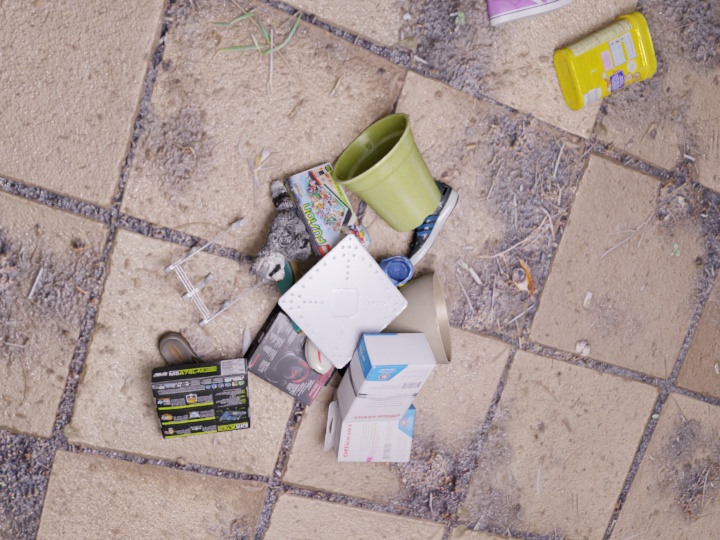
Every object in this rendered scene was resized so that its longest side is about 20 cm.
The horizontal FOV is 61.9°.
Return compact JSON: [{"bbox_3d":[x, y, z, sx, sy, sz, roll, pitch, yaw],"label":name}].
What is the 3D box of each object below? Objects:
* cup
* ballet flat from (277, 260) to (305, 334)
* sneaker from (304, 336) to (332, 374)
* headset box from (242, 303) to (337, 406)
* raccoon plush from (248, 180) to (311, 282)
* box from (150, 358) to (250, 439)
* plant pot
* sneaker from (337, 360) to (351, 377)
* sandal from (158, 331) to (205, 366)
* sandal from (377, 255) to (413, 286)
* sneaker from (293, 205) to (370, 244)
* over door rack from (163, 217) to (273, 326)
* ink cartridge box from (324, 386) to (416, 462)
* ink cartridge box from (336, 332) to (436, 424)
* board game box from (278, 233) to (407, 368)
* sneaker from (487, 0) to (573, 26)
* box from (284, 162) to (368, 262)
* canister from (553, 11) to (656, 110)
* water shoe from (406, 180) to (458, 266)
[{"bbox_3d":[0.118,0.116,1.344,0.140,0.201,0.205,-11,106,15],"label":"cup"},{"bbox_3d":[-0.136,0.047,1.290,0.062,0.204,0.068,4,148,-41],"label":"ballet flat"},{"bbox_3d":[-0.057,0.119,1.281,0.069,0.093,0.203,31,54,-19],"label":"sneaker"},{"bbox_3d":[-0.142,0.194,1.343,0.198,0.075,0.150,33,93,-17],"label":"headset box"},{"bbox_3d":[-0.191,-0.073,1.248,0.131,0.097,0.203,-19,64,-19],"label":"raccoon plush"},{"bbox_3d":[-0.336,0.277,1.287,0.194,0.048,0.196,-5,134,-12],"label":"box"},{"bbox_3d":[0.070,-0.190,1.264,0.200,0.200,0.185,-43,118,-1],"label":"plant pot"},{"bbox_3d":[0.027,0.224,1.390,0.197,0.070,0.100,18,126,-38],"label":"sneaker"},{"bbox_3d":[-0.363,0.219,1.305,0.081,0.055,0.202,-34,112,-4],"label":"sandal"},{"bbox_3d":[0.037,0.012,1.272,0.197,0.087,0.081,-23,88,-29],"label":"sandal"},{"bbox_3d":[-0.059,-0.107,1.295,0.196,0.082,0.075,24,95,-17],"label":"sneaker"},{"bbox_3d":[-0.293,0.003,1.273,0.198,0.066,0.150,-33,107,-11],"label":"over door rack"},{"bbox_3d":[0.012,0.353,1.387,0.195,0.125,0.132,6,100,-14],"label":"ink cartridge box"},{"bbox_3d":[0.048,0.225,1.247,0.143,0.087,0.202,2,137,-24],"label":"ink cartridge box"},{"bbox_3d":[-0.034,0.062,1.211,0.199,0.026,0.201,-42,111,-1],"label":"board game box"},{"bbox_3d":[0.367,-0.609,1.296,0.195,0.073,0.117,-15,102,-10],"label":"sneaker"},{"bbox_3d":[-0.072,-0.118,1.251,0.108,0.035,0.203,-22,72,-15],"label":"box"},{"bbox_3d":[0.551,-0.471,1.361,0.196,0.087,0.151,-26,106,-5],"label":"canister"},{"bbox_3d":[0.144,-0.106,1.360,0.078,0.072,0.203,31,87,1],"label":"water shoe"}]
